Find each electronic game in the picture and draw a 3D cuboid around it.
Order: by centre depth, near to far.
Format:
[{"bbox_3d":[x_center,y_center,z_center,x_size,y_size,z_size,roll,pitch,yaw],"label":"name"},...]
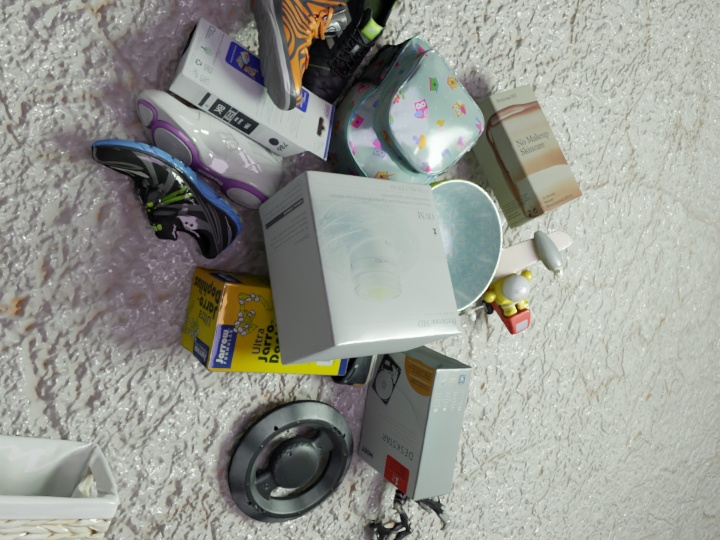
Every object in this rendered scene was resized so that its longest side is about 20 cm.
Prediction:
[{"bbox_3d":[-0.100,0.286,0.891,0.199,0.042,0.202,-9,110,-26],"label":"electronic game"}]

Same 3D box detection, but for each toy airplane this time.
[{"bbox_3d":[0.239,0.001,1.000,0.198,0.141,0.201,20,103,-17],"label":"toy airplane"}]

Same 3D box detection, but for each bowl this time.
[{"bbox_3d":[0.110,-0.042,0.921,0.199,0.107,0.202,-7,104,-31],"label":"bowl"}]

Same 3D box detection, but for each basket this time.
[{"bbox_3d":[-0.384,0.261,0.635,0.199,0.135,0.124,19,93,-36],"label":"basket"}]

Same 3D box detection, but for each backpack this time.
[{"bbox_3d":[0.058,-0.197,0.827,0.200,0.153,0.176,-48,119,-4],"label":"backpack"}]

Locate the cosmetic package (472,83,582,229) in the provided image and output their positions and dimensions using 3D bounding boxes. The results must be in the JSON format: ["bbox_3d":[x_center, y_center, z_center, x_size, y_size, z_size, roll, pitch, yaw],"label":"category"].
[{"bbox_3d":[0.258,-0.182,0.959,0.103,0.087,0.201,-25,87,-28],"label":"cosmetic package"}]

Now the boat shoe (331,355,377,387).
[{"bbox_3d":[-0.006,0.082,0.893,0.062,0.074,0.202,-1,106,-41],"label":"boat shoe"}]

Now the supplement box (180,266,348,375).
[{"bbox_3d":[-0.117,0.069,0.789,0.199,0.109,0.111,9,95,-36],"label":"supplement box"}]

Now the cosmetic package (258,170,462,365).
[{"bbox_3d":[0.000,0.000,0.733,0.198,0.123,0.202,-1,75,-38],"label":"cosmetic package"}]

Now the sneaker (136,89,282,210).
[{"bbox_3d":[-0.180,-0.160,0.733,0.200,0.075,0.100,37,57,-33],"label":"sneaker"}]

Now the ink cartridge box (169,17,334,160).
[{"bbox_3d":[-0.125,-0.210,0.729,0.199,0.039,0.100,27,52,-28],"label":"ink cartridge box"}]

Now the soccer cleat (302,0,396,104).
[{"bbox_3d":[-0.014,-0.305,0.794,0.067,0.081,0.201,32,84,-35],"label":"soccer cleat"}]

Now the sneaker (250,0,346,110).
[{"bbox_3d":[-0.065,-0.285,0.717,0.111,0.078,0.202,-4,74,-22],"label":"sneaker"}]

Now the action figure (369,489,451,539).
[{"bbox_3d":[0.097,0.393,1.010,0.102,0.119,0.201,33,87,-2],"label":"action figure"}]

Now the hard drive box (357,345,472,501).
[{"bbox_3d":[0.081,0.225,0.934,0.076,0.155,0.202,4,98,-35],"label":"hard drive box"}]

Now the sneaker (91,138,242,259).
[{"bbox_3d":[-0.227,-0.082,0.703,0.199,0.070,0.083,41,70,-37],"label":"sneaker"}]
